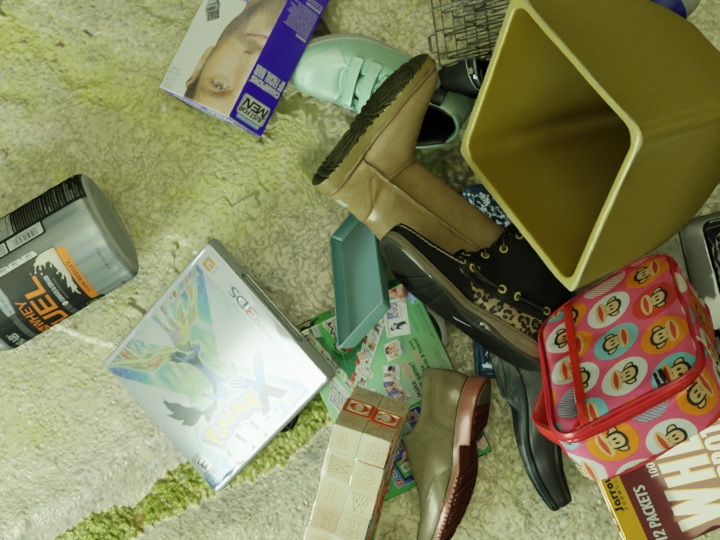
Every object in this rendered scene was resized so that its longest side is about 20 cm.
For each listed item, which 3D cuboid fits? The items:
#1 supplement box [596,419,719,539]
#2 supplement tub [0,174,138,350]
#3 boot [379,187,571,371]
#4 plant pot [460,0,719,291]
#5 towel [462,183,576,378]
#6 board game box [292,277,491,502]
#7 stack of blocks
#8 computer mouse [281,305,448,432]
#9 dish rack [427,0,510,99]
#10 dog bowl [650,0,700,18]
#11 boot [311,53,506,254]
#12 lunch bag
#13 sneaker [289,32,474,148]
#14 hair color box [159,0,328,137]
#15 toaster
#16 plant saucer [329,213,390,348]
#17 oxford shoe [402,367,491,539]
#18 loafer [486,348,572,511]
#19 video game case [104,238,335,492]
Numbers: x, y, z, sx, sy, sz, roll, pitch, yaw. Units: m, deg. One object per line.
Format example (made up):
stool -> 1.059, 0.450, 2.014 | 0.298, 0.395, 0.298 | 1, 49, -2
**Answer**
supplement box -> 0.325, 0.163, 1.525 | 0.196, 0.200, 0.134 | -25, 85, 13
supplement tub -> -0.336, 0.000, 1.642 | 0.199, 0.123, 0.123 | -30, 84, 2
boot -> 0.128, -0.018, 1.530 | 0.199, 0.073, 0.151 | 37, 74, -10
plant pot -> 0.242, -0.135, 1.470 | 0.199, 0.195, 0.196 | -16, 53, -30
towel -> 0.163, 0.006, 1.641 | 0.110, 0.049, 0.202 | -5, 85, 3
board game box -> 0.031, 0.120, 1.620 | 0.134, 0.029, 0.201 | -24, 104, 3
stack of blocks -> -0.008, 0.218, 1.567 | 0.058, 0.115, 0.202 | 17, 114, 7
computer mouse -> -0.007, 0.086, 1.647 | 0.198, 0.044, 0.111 | -17, 103, 0
dish rack -> 0.115, -0.267, 1.617 | 0.054, 0.153, 0.202 | -10, 83, 27
dog bowl -> 0.233, -0.299, 1.581 | 0.200, 0.200, 0.079 | 42, 92, 6
boot -> 0.073, -0.085, 1.565 | 0.200, 0.066, 0.175 | 39, 94, -22
lunch bag -> 0.228, 0.090, 1.426 | 0.175, 0.201, 0.082 | -31, 117, 19
sneaker -> 0.014, -0.180, 1.624 | 0.198, 0.118, 0.074 | 11, 119, 4
hair color box -> -0.111, -0.250, 1.652 | 0.109, 0.065, 0.201 | 25, 89, 36
toaster -> 0.407, -0.006, 1.562 | 0.179, 0.200, 0.120 | -14, 82, 11
plant saucer -> 0.000, 0.000, 1.588 | 0.019, 0.201, 0.070 | 32, 115, -21
oxford shoe -> 0.076, 0.190, 1.603 | 0.074, 0.070, 0.202 | 17, 105, 19
loafer -> 0.183, 0.144, 1.597 | 0.072, 0.073, 0.202 | -18, 109, 4
video game case -> -0.145, 0.099, 1.624 | 0.182, 0.022, 0.200 | 48, 120, 6
